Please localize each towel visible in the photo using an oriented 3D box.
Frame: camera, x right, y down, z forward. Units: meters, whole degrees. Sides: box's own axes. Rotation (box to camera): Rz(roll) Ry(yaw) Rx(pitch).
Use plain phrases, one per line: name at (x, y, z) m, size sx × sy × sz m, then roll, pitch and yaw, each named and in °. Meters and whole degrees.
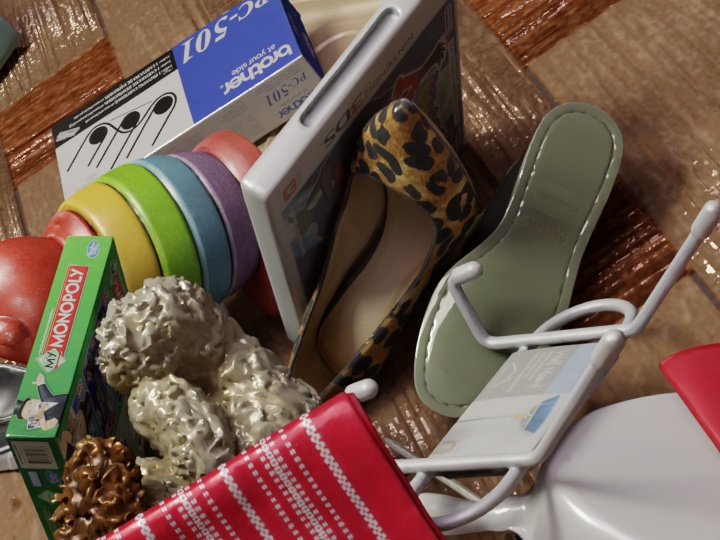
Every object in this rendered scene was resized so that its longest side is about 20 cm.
towel at (-0.049, 0.163, 0.715) m, size 0.199 × 0.145 × 0.022 m, roll -32°, pitch 6°, yaw -2°

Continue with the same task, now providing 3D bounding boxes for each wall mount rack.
wall mount rack at (0.090, 0.039, 0.771) m, size 0.173 × 0.075 × 0.200 m, roll -11°, pitch 24°, yaw 41°

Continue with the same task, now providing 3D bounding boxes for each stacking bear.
stacking bear at (-0.148, -0.004, 0.976) m, size 0.199 × 0.114 × 0.121 m, roll -25°, pitch 47°, yaw -31°

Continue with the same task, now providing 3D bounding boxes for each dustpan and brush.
dustpan and brush at (0.105, 0.113, 0.775) m, size 0.199 × 0.057 × 0.140 m, roll 5°, pitch 35°, yaw 6°

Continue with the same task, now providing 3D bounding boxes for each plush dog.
plush dog at (-0.083, 0.130, 0.806) m, size 0.160 × 0.201 × 0.172 m, roll 20°, pitch 46°, yaw 28°

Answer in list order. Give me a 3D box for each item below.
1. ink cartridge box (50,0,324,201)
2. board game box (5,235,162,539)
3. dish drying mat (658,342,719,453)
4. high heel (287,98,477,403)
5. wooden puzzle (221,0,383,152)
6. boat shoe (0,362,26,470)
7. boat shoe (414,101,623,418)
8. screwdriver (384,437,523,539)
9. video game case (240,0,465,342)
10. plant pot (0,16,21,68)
ink cartridge box at (-0.124, -0.113, 1.129) m, size 0.199 × 0.044 × 0.094 m, roll -31°, pitch 45°, yaw 11°
board game box at (-0.145, 0.097, 0.886) m, size 0.029 × 0.201 × 0.135 m, roll 1°, pitch 48°, yaw 7°
dish drying mat at (0.213, 0.102, 0.728) m, size 0.076 × 0.018 × 0.200 m, roll -4°, pitch 39°, yaw -20°
high heel at (0.000, 0.000, 0.889) m, size 0.071 × 0.200 × 0.143 m, roll 31°, pitch 68°, yaw 18°
wooden puzzle at (-0.054, -0.110, 1.142) m, size 0.184 × 0.046 × 0.201 m, roll -4°, pitch 54°, yaw 34°
boat shoe at (-0.273, 0.091, 1.084) m, size 0.199 × 0.068 × 0.072 m, roll -9°, pitch 47°, yaw 30°
boat shoe at (0.090, 0.000, 0.917) m, size 0.071 × 0.061 × 0.202 m, roll 30°, pitch 75°, yaw 3°
screwdriver at (0.070, 0.129, 0.825) m, size 0.029 × 0.028 × 0.200 m, roll -26°, pitch 34°, yaw -34°
video game case at (0.004, -0.065, 0.943) m, size 0.023 × 0.200 × 0.183 m, roll 30°, pitch 70°, yaw 18°
plant pot at (-0.460, -0.177, 1.398) m, size 0.195 × 0.196 × 0.201 m, roll 4°, pitch 64°, yaw 38°
